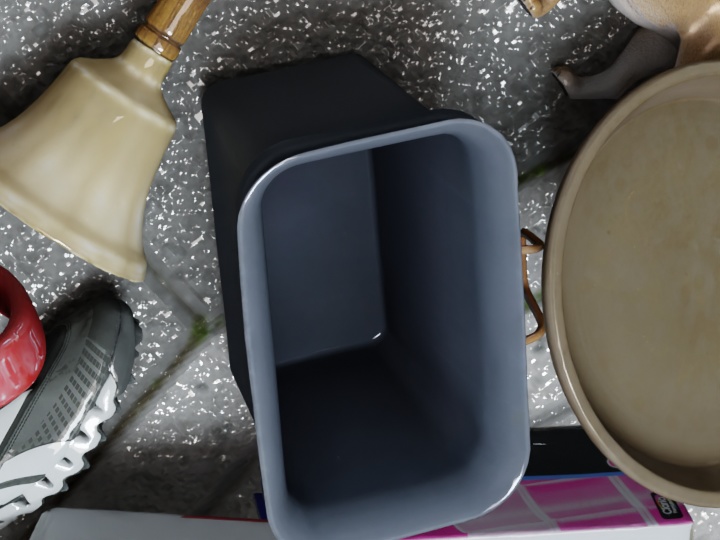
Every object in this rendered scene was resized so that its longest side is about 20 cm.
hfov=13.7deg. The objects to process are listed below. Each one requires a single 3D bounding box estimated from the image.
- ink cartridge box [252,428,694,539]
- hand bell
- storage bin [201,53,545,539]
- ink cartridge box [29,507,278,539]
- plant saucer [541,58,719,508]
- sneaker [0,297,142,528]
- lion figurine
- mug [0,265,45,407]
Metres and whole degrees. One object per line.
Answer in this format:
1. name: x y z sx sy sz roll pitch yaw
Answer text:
1. ink cartridge box: 0.053 0.116 1.439 0.199 0.095 0.037 -4 119 -10
2. hand bell: -0.083 -0.105 1.308 0.104 0.104 0.200 32 96 -25
3. storage bin: 0.000 0.000 1.340 0.145 0.134 0.201 -13 121 -15
4. ink cartridge box: -0.075 0.216 1.388 0.145 0.083 0.201 1 123 12
5. plant saucer: 0.158 0.006 1.342 0.199 0.029 0.201 0 91 -32
6. sneaker: -0.186 0.080 1.385 0.090 0.067 0.200 34 109 -28
7. lion figurine: 0.133 -0.133 1.347 0.122 0.073 0.200 -35 134 -1
8. mug: -0.234 0.043 1.277 0.177 0.200 0.134 7 116 -16
